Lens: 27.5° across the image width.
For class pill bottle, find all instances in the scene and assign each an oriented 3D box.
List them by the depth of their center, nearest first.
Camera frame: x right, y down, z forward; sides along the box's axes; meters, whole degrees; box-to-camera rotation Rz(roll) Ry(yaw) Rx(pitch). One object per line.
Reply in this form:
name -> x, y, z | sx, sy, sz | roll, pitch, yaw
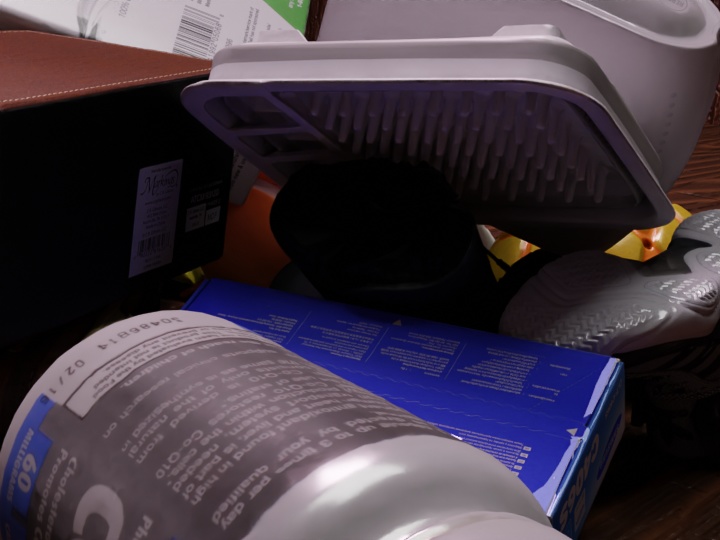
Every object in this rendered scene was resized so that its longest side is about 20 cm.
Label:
pill bottle -> -0.016, 0.088, 0.404 | 0.113, 0.114, 0.200 | -2, 13, -33

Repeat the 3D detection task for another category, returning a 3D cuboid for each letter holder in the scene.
letter holder -> -0.165, -0.048, 0.668 | 0.142, 0.101, 0.200 | 14, 17, 20

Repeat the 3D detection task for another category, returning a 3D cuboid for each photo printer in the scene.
photo printer -> 0.076, -0.099, 0.753 | 0.199, 0.167, 0.070 | 25, 47, 4

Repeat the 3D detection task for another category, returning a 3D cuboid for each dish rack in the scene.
dish rack -> 0.037, -0.067, 0.680 | 0.199, 0.044, 0.172 | 4, -18, 28

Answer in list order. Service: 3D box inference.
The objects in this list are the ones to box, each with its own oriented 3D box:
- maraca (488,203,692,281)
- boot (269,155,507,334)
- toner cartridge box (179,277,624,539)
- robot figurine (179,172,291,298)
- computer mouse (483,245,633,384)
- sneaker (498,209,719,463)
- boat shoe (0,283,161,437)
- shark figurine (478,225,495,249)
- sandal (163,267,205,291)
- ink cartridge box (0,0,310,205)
maraca -> 0.121, 0.011, 0.875 | 0.199, 0.107, 0.137 | -11, 29, -5
boot -> 0.000, 0.000, 0.735 | 0.200, 0.077, 0.168 | 21, -20, 38
toner cartridge box -> 0.002, 0.062, 0.620 | 0.199, 0.043, 0.095 | 11, 42, 24
robot figurine -> -0.028, -0.046, 0.922 | 0.144, 0.200, 0.117 | 39, -24, -4
computer mouse -> 0.075, -0.002, 0.817 | 0.200, 0.059, 0.034 | 41, -5, 20
sneaker -> 0.143, 0.046, 0.705 | 0.200, 0.114, 0.075 | -19, 30, -38
boat shoe -> -0.137, 0.033, 0.714 | 0.067, 0.072, 0.200 | 7, 14, 0
shark figurine -> 0.045, -0.036, 1.074 | 0.089, 0.215, 0.128 | -30, 46, 5
sandal -> -0.046, -0.012, 1.014 | 0.199, 0.080, 0.087 | -3, -25, -6
ink cartridge box -> -0.137, -0.142, 0.846 | 0.199, 0.083, 0.147 | 20, 45, -13
